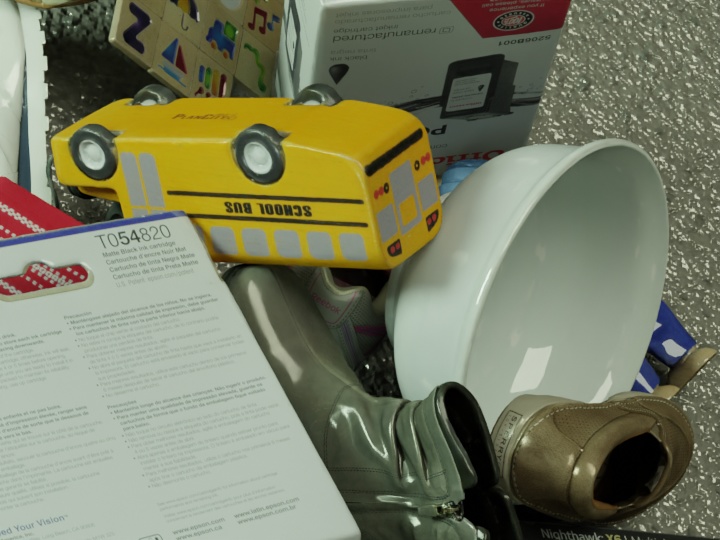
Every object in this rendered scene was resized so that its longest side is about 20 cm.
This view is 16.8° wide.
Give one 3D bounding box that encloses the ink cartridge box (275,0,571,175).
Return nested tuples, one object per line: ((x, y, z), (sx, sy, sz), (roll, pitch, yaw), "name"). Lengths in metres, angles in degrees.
((0.032, -0.133, 1.387), (0.145, 0.200, 0.084), (-7, 63, -9), "ink cartridge box")

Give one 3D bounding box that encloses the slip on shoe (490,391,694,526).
((0.138, 0.102, 1.292), (0.060, 0.076, 0.200), (20, 2, 32), "slip on shoe")

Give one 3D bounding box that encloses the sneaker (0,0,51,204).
((-0.216, -0.083, 1.348), (0.080, 0.076, 0.201), (1, 56, -14), "sneaker")

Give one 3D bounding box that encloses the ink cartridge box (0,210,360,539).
((-0.126, 0.073, 1.150), (0.199, 0.041, 0.200), (-10, 61, -36), "ink cartridge box")

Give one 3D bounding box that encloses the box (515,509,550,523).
((0.073, 0.206, 1.305), (0.199, 0.049, 0.160), (22, 49, -11), "box")

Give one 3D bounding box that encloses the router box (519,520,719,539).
((0.146, 0.212, 1.258), (0.199, 0.052, 0.158), (8, 46, -23), "router box")

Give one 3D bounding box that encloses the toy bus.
((-0.061, -0.048, 1.249), (0.065, 0.199, 0.079), (-39, 123, -48), "toy bus")

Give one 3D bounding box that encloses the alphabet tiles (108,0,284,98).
((-0.095, -0.193, 1.408), (0.166, 0.006, 0.201), (36, 53, -44), "alphabet tiles")

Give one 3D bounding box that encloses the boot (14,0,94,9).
((-0.140, -0.199, 1.426), (0.174, 0.066, 0.200), (17, 28, -1), "boot")

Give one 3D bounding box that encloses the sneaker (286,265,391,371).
((0.000, 0.000, 1.369), (0.081, 0.088, 0.200), (31, 32, -4), "sneaker")

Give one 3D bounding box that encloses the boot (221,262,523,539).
((0.011, 0.074, 1.219), (0.068, 0.130, 0.201), (-21, 88, -42), "boot")

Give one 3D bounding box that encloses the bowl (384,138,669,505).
((0.076, 0.015, 1.291), (0.090, 0.202, 0.201), (21, 42, 31), "bowl")

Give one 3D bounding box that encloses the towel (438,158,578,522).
((0.086, 0.036, 1.392), (0.111, 0.049, 0.201), (11, 69, -7), "towel")

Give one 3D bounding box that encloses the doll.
((0.115, 0.005, 1.461), (0.200, 0.048, 0.136), (45, 58, 8), "doll")

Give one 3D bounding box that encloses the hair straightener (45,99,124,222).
((-0.126, -0.055, 1.364), (0.077, 0.041, 0.200), (42, 37, 7), "hair straightener")

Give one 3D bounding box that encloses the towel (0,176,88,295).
((-0.156, 0.051, 1.195), (0.144, 0.023, 0.200), (30, 45, -5), "towel")
